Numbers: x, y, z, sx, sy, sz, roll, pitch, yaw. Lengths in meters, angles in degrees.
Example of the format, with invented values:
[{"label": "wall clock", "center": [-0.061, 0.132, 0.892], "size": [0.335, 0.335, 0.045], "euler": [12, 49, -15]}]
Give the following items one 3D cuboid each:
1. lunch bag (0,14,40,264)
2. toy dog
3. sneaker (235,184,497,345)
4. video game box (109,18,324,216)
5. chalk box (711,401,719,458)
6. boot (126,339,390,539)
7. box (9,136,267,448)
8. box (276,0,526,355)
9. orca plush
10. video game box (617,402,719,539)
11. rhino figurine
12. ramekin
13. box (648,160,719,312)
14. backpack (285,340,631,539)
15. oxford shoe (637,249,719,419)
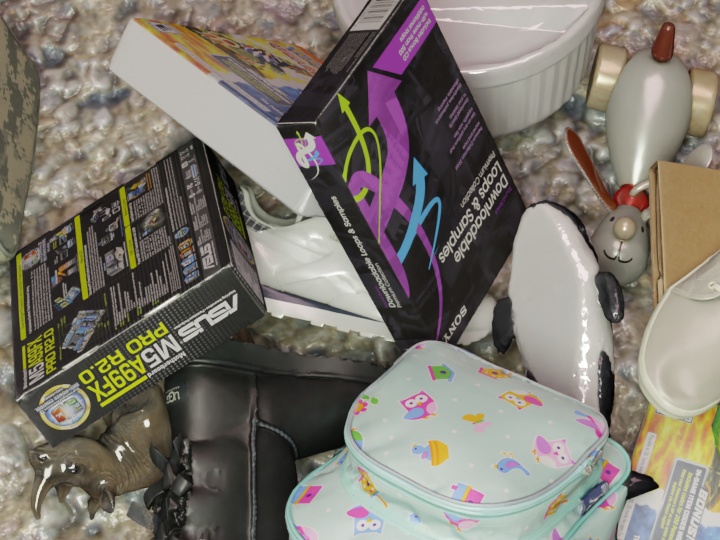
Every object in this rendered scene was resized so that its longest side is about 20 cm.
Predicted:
[{"label": "lunch bag", "center": [-0.323, -0.086, 1.571], "size": [0.167, 0.140, 0.201], "euler": [-15, 51, 18]}, {"label": "toy dog", "center": [0.203, -0.094, 1.627], "size": [0.131, 0.097, 0.201], "euler": [-5, 55, -7]}, {"label": "sneaker", "center": [0.000, 0.000, 1.546], "size": [0.199, 0.076, 0.081], "euler": [12, 93, 2]}, {"label": "video game box", "center": [-0.041, -0.098, 1.559], "size": [0.200, 0.047, 0.182], "euler": [37, 18, 32]}, {"label": "chalk box", "center": [0.296, 0.105, 1.424], "size": [0.123, 0.125, 0.201], "euler": [-5, 54, -9]}, {"label": "boot", "center": [-0.051, 0.134, 1.461], "size": [0.197, 0.073, 0.164], "euler": [11, 69, -30]}, {"label": "box", "center": [-0.147, 0.008, 1.476], "size": [0.160, 0.044, 0.200], "euler": [-33, 27, 6]}, {"label": "box", "center": [0.033, -0.061, 1.462], "size": [0.036, 0.201, 0.143], "euler": [1, 43, 36]}, {"label": "orca plush", "center": [0.154, 0.054, 1.504], "size": [0.071, 0.105, 0.201], "euler": [5, 54, -47]}, {"label": "video game box", "center": [0.244, 0.187, 1.465], "size": [0.181, 0.047, 0.201], "euler": [18, 56, 7]}, {"label": "rhino figurine", "center": [-0.141, 0.090, 1.493], "size": [0.088, 0.060, 0.200], "euler": [50, 61, -13]}, {"label": "ramekin", "center": [0.080, -0.182, 1.669], "size": [0.201, 0.095, 0.203], "euler": [-3, 50, 4]}, {"label": "box", "center": [0.291, 0.014, 1.560], "size": [0.199, 0.021, 0.165], "euler": [8, 63, -14]}, {"label": "backpack", "center": [0.052, 0.151, 1.376], "size": [0.175, 0.154, 0.200], "euler": [25, 49, 24]}, {"label": "oxford shoe", "center": [0.248, 0.016, 1.500], "size": [0.075, 0.058, 0.200], "euler": [45, 62, 2]}]
